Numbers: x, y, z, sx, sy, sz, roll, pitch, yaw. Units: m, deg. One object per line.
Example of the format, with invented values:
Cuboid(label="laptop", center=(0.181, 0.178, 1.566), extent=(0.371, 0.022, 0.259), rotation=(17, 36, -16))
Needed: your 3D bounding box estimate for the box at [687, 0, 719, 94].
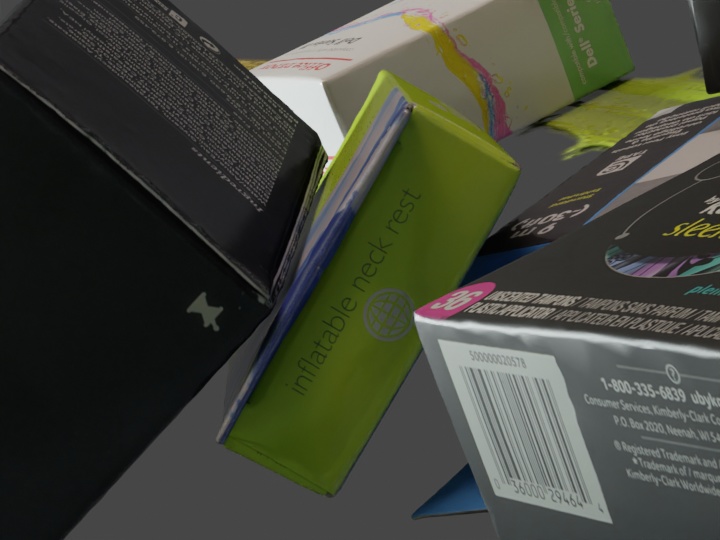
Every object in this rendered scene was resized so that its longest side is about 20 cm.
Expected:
Cuboid(label="box", center=(0.215, -0.144, 0.955), extent=(0.200, 0.125, 0.148), rotation=(-18, 6, -40))

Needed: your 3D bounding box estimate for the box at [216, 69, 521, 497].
Cuboid(label="box", center=(0.000, 0.000, 0.955), extent=(0.122, 0.048, 0.200), rotation=(-61, 5, 5))

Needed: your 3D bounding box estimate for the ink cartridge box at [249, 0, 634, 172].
Cuboid(label="ink cartridge box", center=(0.016, -0.086, 1.398), extent=(0.200, 0.067, 0.117), rotation=(-28, 15, -23))

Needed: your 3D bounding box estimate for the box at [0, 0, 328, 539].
Cuboid(label="box", center=(-0.124, 0.015, 0.961), extent=(0.200, 0.124, 0.197), rotation=(-47, 9, 15))

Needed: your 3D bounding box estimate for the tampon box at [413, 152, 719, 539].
Cuboid(label="tampon box", center=(0.145, 0.026, 0.621), extent=(0.200, 0.127, 0.150), rotation=(-28, 15, -24))

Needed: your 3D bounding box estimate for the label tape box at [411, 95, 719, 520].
Cuboid(label="label tape box", center=(0.112, 0.000, 0.917), extent=(0.144, 0.063, 0.200), rotation=(-11, 17, 42))
